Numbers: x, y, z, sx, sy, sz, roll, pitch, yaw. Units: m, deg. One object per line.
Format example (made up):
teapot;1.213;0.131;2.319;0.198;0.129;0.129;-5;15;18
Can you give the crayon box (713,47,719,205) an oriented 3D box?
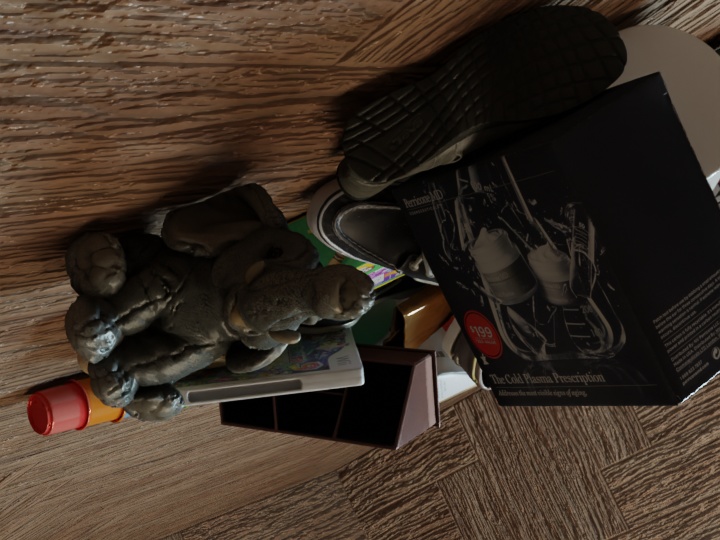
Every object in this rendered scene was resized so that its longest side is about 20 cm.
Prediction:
crayon box;0.306;-0.076;1.108;0.171;0.201;0.058;-28;-178;11

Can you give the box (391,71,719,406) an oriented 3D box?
box;0.142;-0.011;0.856;0.104;0.183;0.200;-31;-171;-27

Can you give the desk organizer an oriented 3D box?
desk organizer;-0.033;0.109;1.161;0.198;0.073;0.077;3;-166;32

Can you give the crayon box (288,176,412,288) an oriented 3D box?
crayon box;0.017;-0.029;1.056;0.199;0.059;0.119;-25;168;-5

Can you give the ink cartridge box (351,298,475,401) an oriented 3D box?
ink cartridge box;0.061;0.055;1.274;0.199;0.161;0.050;-25;138;-12

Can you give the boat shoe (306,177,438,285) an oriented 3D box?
boat shoe;0.058;-0.021;0.962;0.198;0.068;0.072;15;107;-22

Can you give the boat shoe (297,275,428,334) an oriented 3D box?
boat shoe;0.000;0.000;1.179;0.199;0.073;0.063;-18;140;-34

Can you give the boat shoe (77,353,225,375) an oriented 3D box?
boat shoe;-0.146;0.054;1.059;0.065;0.073;0.199;-19;175;38

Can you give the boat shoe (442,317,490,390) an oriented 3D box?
boat shoe;0.137;0.025;1.147;0.071;0.060;0.201;-10;140;-37

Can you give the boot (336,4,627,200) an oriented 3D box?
boot;0.072;-0.110;0.849;0.198;0.068;0.131;-24;179;-1

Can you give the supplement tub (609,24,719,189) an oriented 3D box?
supplement tub;0.198;-0.089;0.976;0.139;0.141;0.200;-23;168;-12

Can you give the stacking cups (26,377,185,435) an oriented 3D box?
stacking cups;-0.217;0.119;1.196;0.199;0.061;0.060;-15;165;-43

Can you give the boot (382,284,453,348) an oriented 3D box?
boot;0.106;-0.015;1.181;0.199;0.069;0.189;-30;163;-24

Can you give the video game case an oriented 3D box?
video game case;-0.101;0.083;1.108;0.198;0.018;0.143;-6;-167;-4

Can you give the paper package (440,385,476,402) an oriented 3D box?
paper package;0.061;0.084;1.415;0.189;0.104;0.200;-22;-173;-14

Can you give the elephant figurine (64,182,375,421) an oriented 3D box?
elephant figurine;-0.079;0.015;0.825;0.198;0.156;0.142;-19;148;9
